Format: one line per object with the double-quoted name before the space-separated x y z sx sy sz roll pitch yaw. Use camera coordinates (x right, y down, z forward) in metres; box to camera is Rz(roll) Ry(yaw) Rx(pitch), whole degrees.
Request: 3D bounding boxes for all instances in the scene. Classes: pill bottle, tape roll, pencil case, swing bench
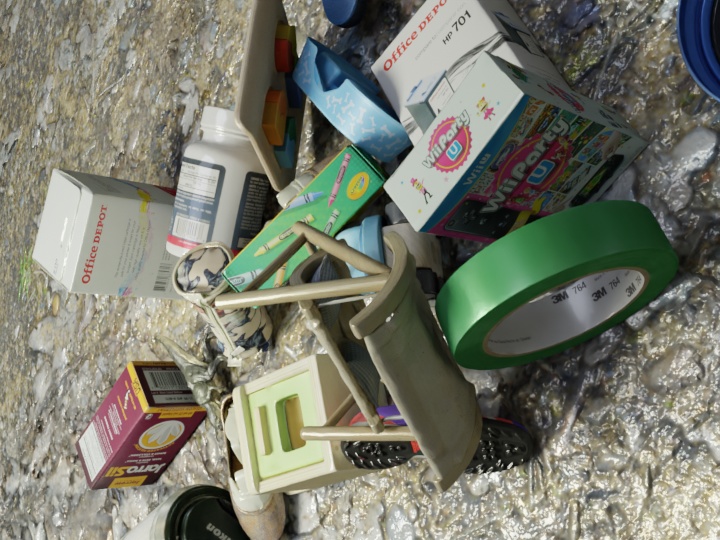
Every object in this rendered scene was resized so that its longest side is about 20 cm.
"pill bottle" -0.184 -0.112 1.144 0.119 0.119 0.201 19 98 45
"tape roll" 0.163 0.018 0.719 0.200 0.200 0.048 -39 59 35
"pencil case" -0.168 0.043 1.062 0.078 0.200 0.090 -5 61 7
"swing bench" 0.007 0.073 0.797 0.200 0.130 0.199 7 134 44

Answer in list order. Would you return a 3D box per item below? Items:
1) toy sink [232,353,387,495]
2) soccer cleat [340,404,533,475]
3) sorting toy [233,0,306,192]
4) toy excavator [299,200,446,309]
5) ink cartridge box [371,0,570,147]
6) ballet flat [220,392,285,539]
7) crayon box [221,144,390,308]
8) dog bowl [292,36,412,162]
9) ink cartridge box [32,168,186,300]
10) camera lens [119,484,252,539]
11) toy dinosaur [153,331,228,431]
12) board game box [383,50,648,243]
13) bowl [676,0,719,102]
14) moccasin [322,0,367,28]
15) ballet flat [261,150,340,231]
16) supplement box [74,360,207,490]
"toy sink" -0.072 0.187 1.000 0.200 0.112 0.131 -26 67 41
"soccer cleat" 0.079 0.163 0.874 0.199 0.073 0.068 -6 116 23
"sorting toy" -0.094 -0.211 1.015 0.036 0.200 0.186 4 75 10
"toy excavator" 0.000 0.000 0.947 0.199 0.194 0.100 -8 78 16
"ink cartridge box" 0.116 -0.182 0.874 0.146 0.086 0.200 -46 56 32
"ballet flat" -0.145 0.246 1.079 0.068 0.067 0.200 -21 61 3
"crayon box" -0.055 -0.050 0.955 0.200 0.119 0.058 -44 90 8
"dog bowl" -0.010 -0.193 0.971 0.050 0.111 0.200 -51 48 16
"ink cartridge box" -0.345 -0.051 1.242 0.144 0.200 0.146 27 104 43
"camera lens" -0.230 0.383 1.101 0.200 0.160 0.160 -43 57 33
"toy dinosaur" -0.216 0.133 1.186 0.088 0.047 0.200 -47 63 9
"board game box" 0.140 -0.094 0.756 0.148 0.200 0.064 -53 51 28
"bowl" 0.353 -0.216 0.670 0.200 0.039 0.201 -6 81 45
"moccasin" 0.001 -0.391 1.031 0.080 0.068 0.201 6 91 38
"ballet flat" -0.080 -0.063 1.058 0.068 0.067 0.200 49 118 41
"supplement box" -0.318 0.226 1.245 0.200 0.110 0.086 -52 52 28
